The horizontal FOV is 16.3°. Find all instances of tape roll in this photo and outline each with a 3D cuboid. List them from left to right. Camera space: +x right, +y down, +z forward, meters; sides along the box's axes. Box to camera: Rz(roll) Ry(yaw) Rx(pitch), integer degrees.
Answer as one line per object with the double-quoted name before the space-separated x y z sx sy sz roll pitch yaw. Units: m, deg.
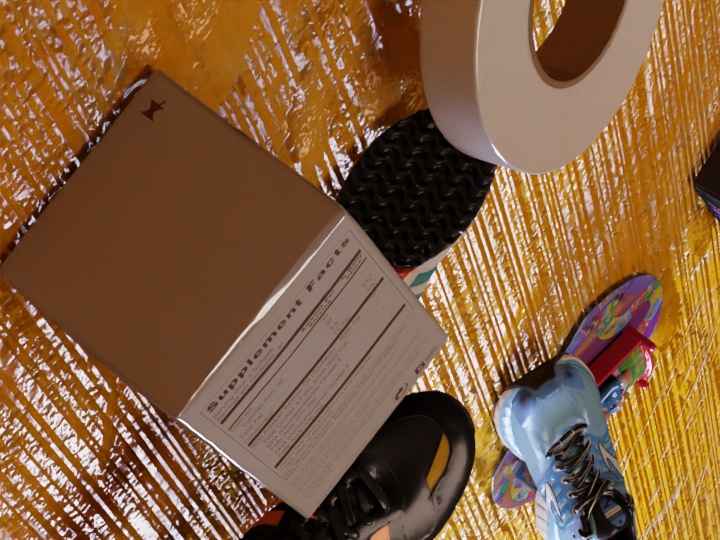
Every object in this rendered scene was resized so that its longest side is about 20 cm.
"tape roll" 0.098 -0.149 1.272 0.203 0.037 0.204 -37 136 -45

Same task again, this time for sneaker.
"sneaker" -0.020 0.140 1.242 0.200 0.070 0.090 -42 178 6
"sneaker" 0.000 0.001 1.330 0.201 0.070 0.093 -59 -175 -14
"sneaker" 0.156 0.139 1.712 0.078 0.090 0.201 -32 131 -9

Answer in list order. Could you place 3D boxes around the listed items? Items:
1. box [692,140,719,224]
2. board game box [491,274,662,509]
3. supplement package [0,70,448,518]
"box" 0.345 -0.067 1.820 0.149 0.124 0.200 -56 156 -2
"board game box" 0.173 0.099 1.808 0.201 0.039 0.158 -60 157 13
"supplement package" -0.057 0.016 1.150 0.118 0.117 0.200 -51 156 -5
